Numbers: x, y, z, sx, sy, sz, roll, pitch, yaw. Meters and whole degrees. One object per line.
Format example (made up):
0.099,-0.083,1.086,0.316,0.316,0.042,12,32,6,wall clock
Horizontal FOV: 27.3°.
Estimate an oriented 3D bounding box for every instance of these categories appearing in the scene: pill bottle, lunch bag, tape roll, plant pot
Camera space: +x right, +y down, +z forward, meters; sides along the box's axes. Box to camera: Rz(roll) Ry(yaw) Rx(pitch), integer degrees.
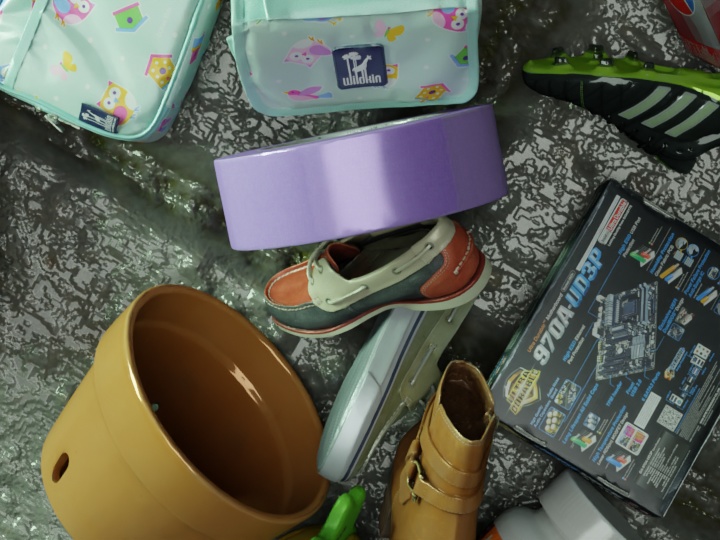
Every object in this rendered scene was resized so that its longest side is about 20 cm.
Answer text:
0.116,0.250,1.120,0.110,0.110,0.200,44,98,-3,pill bottle
-0.188,-0.199,1.096,0.159,0.077,0.201,23,98,0,lunch bag
0.000,-0.172,1.027,0.169,0.200,0.123,-3,97,3,lunch bag
0.001,-0.066,1.040,0.199,0.200,0.066,-11,96,5,tape roll
-0.138,0.132,1.088,0.140,0.200,0.200,-40,94,23,plant pot

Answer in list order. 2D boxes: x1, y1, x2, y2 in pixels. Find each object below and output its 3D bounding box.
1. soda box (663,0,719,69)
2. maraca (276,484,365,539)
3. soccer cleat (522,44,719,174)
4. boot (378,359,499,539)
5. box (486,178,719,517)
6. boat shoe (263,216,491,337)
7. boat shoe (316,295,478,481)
0.232,-0.240,1.029,0.070,0.063,0.200,-36,122,-5,soda box
-0.036,0.241,1.096,0.106,0.137,0.201,24,137,10,maraca
0.215,-0.116,1.093,0.198,0.068,0.082,8,110,2,soccer cleat
0.060,0.175,1.031,0.073,0.201,0.155,6,128,-19,boot
0.200,0.057,1.101,0.158,0.046,0.201,30,84,-1,box
0.000,0.000,1.076,0.199,0.072,0.063,-10,139,40,boat shoe
0.032,0.070,1.098,0.062,0.072,0.201,29,75,-8,boat shoe
